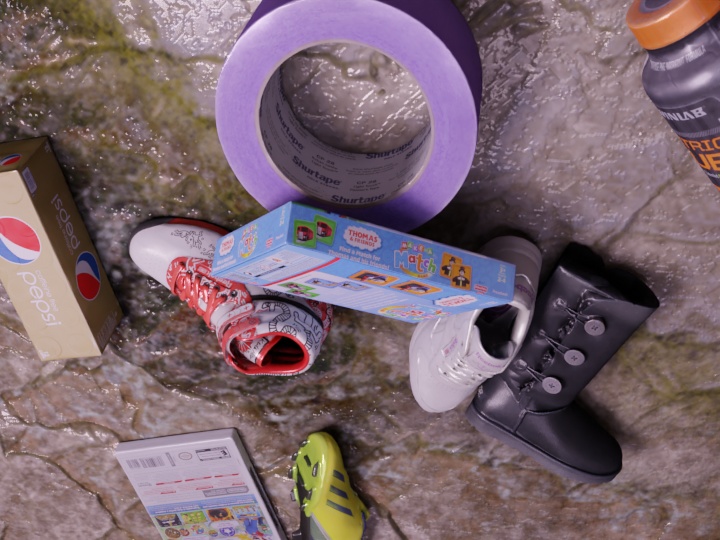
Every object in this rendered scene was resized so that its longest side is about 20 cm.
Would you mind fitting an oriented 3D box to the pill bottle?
[{"bbox_3d":[0.272,-0.124,0.699,0.106,0.107,0.200,-33,113,28],"label":"pill bottle"}]

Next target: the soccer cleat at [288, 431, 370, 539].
[{"bbox_3d":[-0.029,0.247,1.050,0.083,0.065,0.202,-10,123,-19],"label":"soccer cleat"}]

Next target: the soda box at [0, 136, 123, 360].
[{"bbox_3d":[-0.289,-0.015,0.900,0.067,0.064,0.202,-6,123,14],"label":"soda box"}]

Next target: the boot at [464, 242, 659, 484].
[{"bbox_3d":[0.207,0.090,0.890,0.163,0.066,0.201,22,121,-7],"label":"boot"}]

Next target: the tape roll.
[{"bbox_3d":[-0.006,-0.128,0.759,0.197,0.085,0.202,5,125,7],"label":"tape roll"}]

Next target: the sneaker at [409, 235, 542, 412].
[{"bbox_3d":[0.093,0.064,0.866,0.074,0.100,0.201,20,127,-7],"label":"sneaker"}]

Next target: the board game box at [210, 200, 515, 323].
[{"bbox_3d":[0.000,0.000,0.790,0.198,0.037,0.151,15,164,-26],"label":"board game box"}]

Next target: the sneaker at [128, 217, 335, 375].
[{"bbox_3d":[-0.122,0.025,0.870,0.199,0.108,0.068,20,126,-4],"label":"sneaker"}]

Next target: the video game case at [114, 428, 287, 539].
[{"bbox_3d":[-0.171,0.262,1.099,0.142,0.018,0.202,-10,122,16],"label":"video game case"}]
